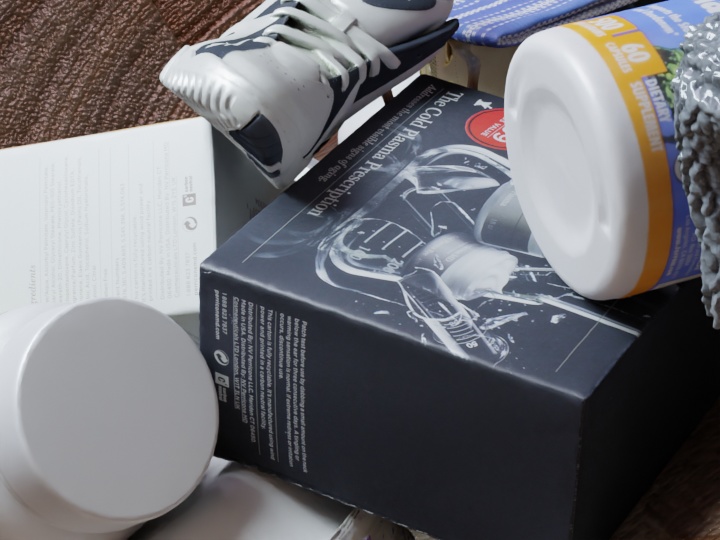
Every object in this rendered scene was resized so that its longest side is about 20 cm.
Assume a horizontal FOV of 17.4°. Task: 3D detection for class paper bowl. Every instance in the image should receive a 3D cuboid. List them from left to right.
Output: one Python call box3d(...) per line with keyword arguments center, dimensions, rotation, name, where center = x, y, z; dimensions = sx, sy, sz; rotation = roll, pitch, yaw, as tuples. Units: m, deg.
box3d(center=(-0.073, 0.154, 1.056), dimensions=(0.201, 0.104, 0.201), rotation=(-33, 10, 7), name="paper bowl")

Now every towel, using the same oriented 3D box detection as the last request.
box3d(center=(0.058, -0.161, 1.222), dimensions=(0.145, 0.024, 0.200), rotation=(-24, 30, -31), name="towel")

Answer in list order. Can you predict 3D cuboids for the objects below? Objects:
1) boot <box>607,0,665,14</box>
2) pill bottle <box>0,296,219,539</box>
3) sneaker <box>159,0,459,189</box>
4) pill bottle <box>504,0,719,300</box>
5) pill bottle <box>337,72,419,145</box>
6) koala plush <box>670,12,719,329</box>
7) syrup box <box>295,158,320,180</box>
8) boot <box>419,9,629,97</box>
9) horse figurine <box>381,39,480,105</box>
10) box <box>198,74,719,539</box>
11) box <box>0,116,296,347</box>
box3d(center=(0.137, -0.086, 1.378), dimensions=(0.200, 0.168, 0.076), rotation=(-40, 10, -33), name="boot")
box3d(center=(-0.151, 0.077, 1.041), dimensions=(0.114, 0.114, 0.200), rotation=(-39, 11, -34), name="pill bottle")
box3d(center=(-0.015, -0.108, 1.069), dimensions=(0.130, 0.079, 0.199), rotation=(-48, -7, 4), name="sneaker")
box3d(center=(0.169, -0.064, 0.959), dimensions=(0.200, 0.112, 0.112), rotation=(-15, 4, -17), name="pill bottle")
box3d(center=(0.056, -0.063, 1.433), dimensions=(0.104, 0.200, 0.104), rotation=(-32, 10, 6), name="pill bottle")
box3d(center=(0.237, -0.012, 0.802), dimensions=(0.200, 0.184, 0.177), rotation=(2, 18, 38), name="koala plush")
box3d(center=(0.000, 0.000, 1.297), dimensions=(0.079, 0.081, 0.200), rotation=(-57, -36, 5), name="syrup box")
box3d(center=(0.097, -0.129, 1.292), dimensions=(0.155, 0.073, 0.200), rotation=(-15, 63, 48), name="boot")
box3d(center=(0.086, -0.053, 1.171), dimensions=(0.200, 0.133, 0.050), rotation=(-4, 9, 5), name="horse figurine")
box3d(center=(0.057, 0.018, 1.033), dimensions=(0.182, 0.104, 0.200), rotation=(19, 38, 23), name="box")
box3d(center=(-0.140, -0.001, 1.167), dimensions=(0.200, 0.098, 0.124), rotation=(-8, -16, 18), name="box")
